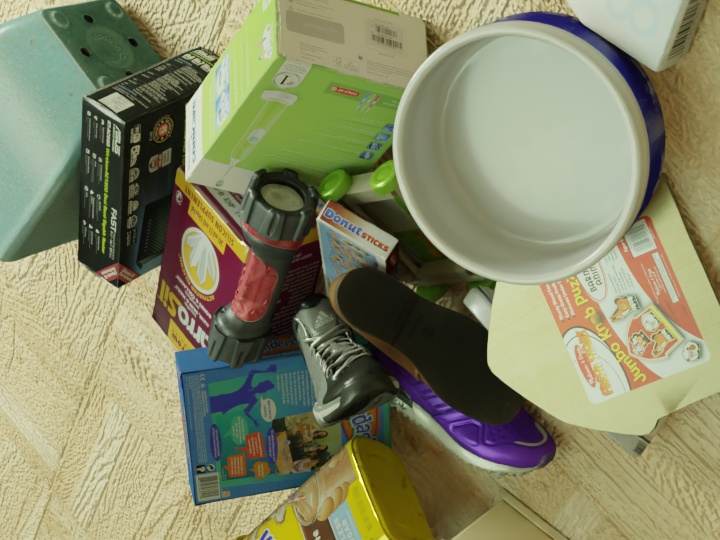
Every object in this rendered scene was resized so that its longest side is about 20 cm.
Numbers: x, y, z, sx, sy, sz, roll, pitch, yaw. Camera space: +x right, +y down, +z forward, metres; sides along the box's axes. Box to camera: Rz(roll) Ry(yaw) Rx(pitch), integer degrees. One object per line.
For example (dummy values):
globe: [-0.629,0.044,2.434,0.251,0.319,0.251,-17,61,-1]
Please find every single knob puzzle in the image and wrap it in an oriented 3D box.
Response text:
knob puzzle: [0.193,0.039,1.441,0.218,0.030,0.221,5,102,22]

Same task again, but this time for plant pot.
plant pot: [-0.299,-0.162,1.783,0.196,0.196,0.200,52,124,10]

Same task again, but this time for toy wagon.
toy wagon: [0.060,-0.036,1.534,0.199,0.040,0.155,-7,136,48]

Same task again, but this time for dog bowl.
dog bowl: [0.130,-0.095,1.370,0.199,0.079,0.201,8,111,23]

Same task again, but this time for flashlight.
flashlight: [-0.093,0.003,1.583,0.067,0.068,0.201,17,129,-7]

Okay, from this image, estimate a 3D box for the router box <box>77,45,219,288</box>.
router box: [-0.197,-0.100,1.731,0.062,0.150,0.201,32,133,27]

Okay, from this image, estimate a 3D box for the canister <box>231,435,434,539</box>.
canister: [-0.032,0.270,1.690,0.200,0.086,0.149,-44,47,24]

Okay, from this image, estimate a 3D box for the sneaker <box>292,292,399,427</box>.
sneaker: [-0.025,0.074,1.567,0.200,0.075,0.116,133,116,-79]

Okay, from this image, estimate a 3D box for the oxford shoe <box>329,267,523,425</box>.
oxford shoe: [0.058,0.061,1.545,0.200,0.071,0.071,38,171,-12]

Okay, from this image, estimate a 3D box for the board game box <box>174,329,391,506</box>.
board game box: [-0.071,0.136,1.708,0.045,0.199,0.153,-116,20,-60]

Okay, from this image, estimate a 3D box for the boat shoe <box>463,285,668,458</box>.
boat shoe: [0.177,0.068,1.500,0.200,0.070,0.071,41,-179,21]

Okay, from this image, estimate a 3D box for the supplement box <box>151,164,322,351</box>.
supplement box: [-0.119,0.000,1.729,0.131,0.103,0.201,46,140,32]

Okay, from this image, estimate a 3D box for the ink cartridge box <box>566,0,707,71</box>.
ink cartridge box: [0.176,-0.265,1.310,0.200,0.047,0.161,37,136,24]

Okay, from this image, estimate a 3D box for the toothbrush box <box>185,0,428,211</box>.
toothbrush box: [-0.049,-0.144,1.535,0.200,0.145,0.087,-48,38,49]

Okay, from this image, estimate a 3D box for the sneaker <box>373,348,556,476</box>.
sneaker: [0.093,0.101,1.599,0.200,0.069,0.100,31,127,25]

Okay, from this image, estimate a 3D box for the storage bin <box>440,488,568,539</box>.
storage bin: [0.159,0.349,1.662,0.200,0.094,0.199,36,135,27]

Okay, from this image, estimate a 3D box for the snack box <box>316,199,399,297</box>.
snack box: [0.000,0.000,1.593,0.072,0.024,0.200,32,164,12]
